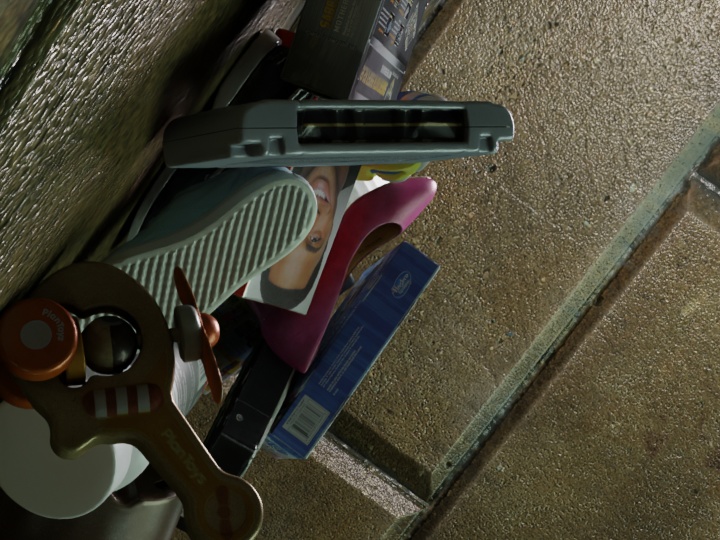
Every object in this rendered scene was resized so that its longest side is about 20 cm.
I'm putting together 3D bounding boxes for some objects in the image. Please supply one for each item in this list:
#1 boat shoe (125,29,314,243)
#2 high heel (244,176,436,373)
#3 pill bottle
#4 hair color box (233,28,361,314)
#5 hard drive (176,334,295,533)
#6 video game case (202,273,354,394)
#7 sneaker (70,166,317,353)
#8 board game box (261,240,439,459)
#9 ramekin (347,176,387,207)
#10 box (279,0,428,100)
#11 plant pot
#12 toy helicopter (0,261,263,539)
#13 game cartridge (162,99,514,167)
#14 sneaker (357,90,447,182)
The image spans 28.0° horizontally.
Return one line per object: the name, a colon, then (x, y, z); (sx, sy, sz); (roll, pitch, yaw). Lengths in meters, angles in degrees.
boat shoe: (-0.100, -0.077, 1.054); (0.201, 0.060, 0.074); (-55, 179, 3)
high heel: (0.000, 0.000, 1.209); (0.199, 0.096, 0.067); (-31, 159, -19)
pill bottle: (-0.188, 0.093, 1.055); (0.114, 0.114, 0.200); (-54, -179, 21)
hair color box: (-0.053, -0.074, 1.126); (0.101, 0.061, 0.201); (17, 94, -61)
hard drive: (-0.096, 0.116, 1.242); (0.140, 0.038, 0.201); (-56, -172, 41)
video game case: (-0.096, 0.029, 1.288); (0.182, 0.023, 0.200); (-37, 161, -3)
sneaker: (-0.126, -0.010, 0.993); (0.199, 0.074, 0.082); (-28, -152, -11)
board game box: (-0.021, 0.077, 1.294); (0.201, 0.043, 0.199); (-54, -177, -12)
ramekin: (-0.057, -0.064, 1.433); (0.200, 0.098, 0.201); (-34, -168, 8)
box: (0.010, -0.188, 0.979); (0.200, 0.048, 0.160); (-15, 125, -81)
plant pot: (-0.236, 0.210, 1.163); (0.199, 0.199, 0.200); (-62, 179, 21)
toy helicopter: (-0.121, 0.079, 0.864); (0.132, 0.200, 0.079); (-36, 173, -26)
game cartridge: (-0.018, -0.087, 0.929); (0.133, 0.199, 0.041); (-7, -93, 58)
sneaker: (-0.012, -0.121, 1.206); (0.200, 0.104, 0.076); (-10, -119, 60)
